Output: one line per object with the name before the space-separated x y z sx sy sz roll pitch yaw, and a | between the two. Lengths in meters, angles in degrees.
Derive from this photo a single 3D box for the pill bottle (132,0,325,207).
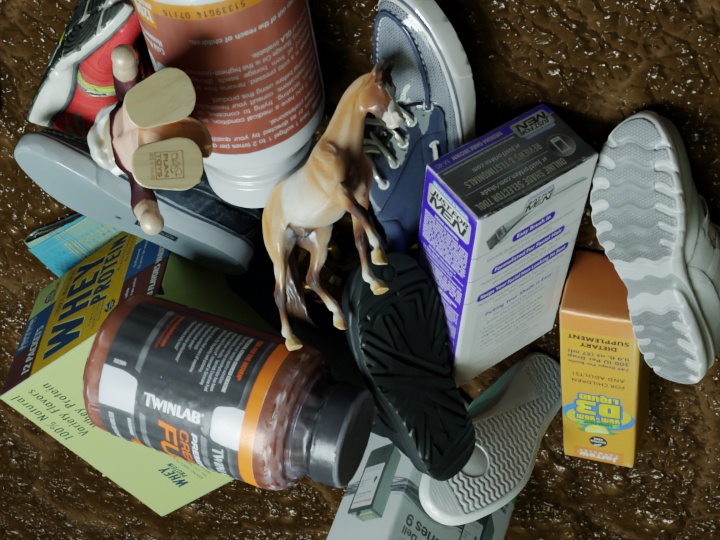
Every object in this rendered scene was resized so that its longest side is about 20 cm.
pill bottle | -0.084 -0.142 0.833 0.110 0.113 0.202 8 140 16

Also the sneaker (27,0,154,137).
sneaker | -0.179 -0.155 0.909 0.084 0.078 0.200 23 154 -20

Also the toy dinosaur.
toy dinosaur | 0.000 0.000 1.026 0.104 0.061 0.200 8 154 -10

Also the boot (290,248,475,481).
boot | -0.005 0.058 0.948 0.167 0.076 0.202 21 142 48

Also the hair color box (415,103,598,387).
hair color box | 0.098 -0.012 0.901 0.065 0.108 0.201 48 153 28

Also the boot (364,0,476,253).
boot | 0.028 -0.093 0.842 0.073 0.090 0.201 36 156 40

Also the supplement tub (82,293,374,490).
supplement tub | -0.092 0.091 0.887 0.197 0.108 0.108 16 143 19

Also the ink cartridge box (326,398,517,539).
ink cartridge box | 0.060 0.228 1.136 0.083 0.202 0.146 -15 131 42

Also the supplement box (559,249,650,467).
supplement box | 0.200 0.076 1.003 0.065 0.069 0.201 8 143 18

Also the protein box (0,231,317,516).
protein box | -0.162 0.076 1.080 0.199 0.136 0.198 -30 122 29

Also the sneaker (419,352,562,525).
sneaker | 0.097 0.163 1.042 0.074 0.200 0.119 43 136 7

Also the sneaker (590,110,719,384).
sneaker | 0.220 -0.024 0.877 0.074 0.082 0.203 13 129 44

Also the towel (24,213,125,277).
towel | -0.203 0.015 1.157 0.145 0.022 0.200 -17 129 39

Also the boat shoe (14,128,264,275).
boat shoe | -0.161 -0.077 0.955 0.198 0.092 0.071 27 157 -20

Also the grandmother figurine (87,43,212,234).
grandmother figurine | -0.144 -0.086 0.820 0.060 0.124 0.200 0 -173 -18

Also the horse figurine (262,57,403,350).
horse figurine | -0.024 -0.032 0.828 0.049 0.134 0.200 -2 155 -28
